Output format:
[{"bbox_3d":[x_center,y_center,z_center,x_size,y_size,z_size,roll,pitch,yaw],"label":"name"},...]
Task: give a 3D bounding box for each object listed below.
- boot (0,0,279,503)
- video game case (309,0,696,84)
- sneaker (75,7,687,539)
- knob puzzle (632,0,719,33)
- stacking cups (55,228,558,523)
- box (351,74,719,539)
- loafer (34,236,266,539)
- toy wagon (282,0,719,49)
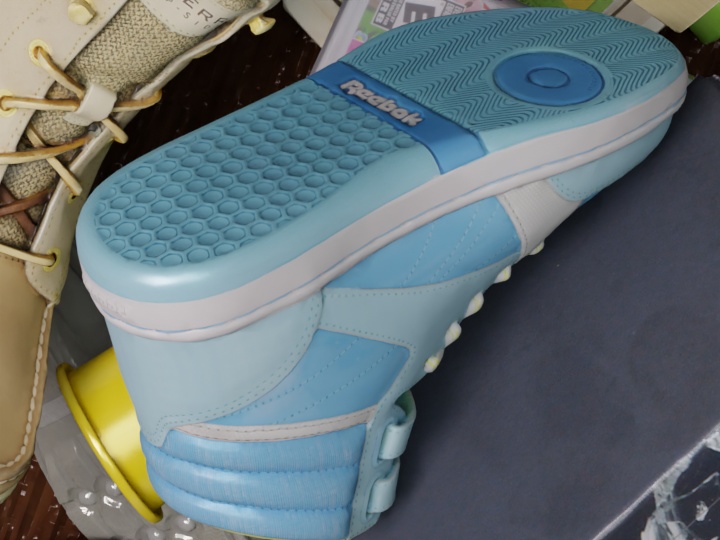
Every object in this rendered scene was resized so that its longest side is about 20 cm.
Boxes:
[{"bbox_3d":[-0.089,-0.041,0.708,0.155,0.073,0.200,-26,56,40],"label":"boot"},{"bbox_3d":[0.067,-0.009,0.816,0.200,0.018,0.143,22,112,-9],"label":"video game case"},{"bbox_3d":[0.011,0.006,0.713,0.200,0.080,0.131,-23,129,-25],"label":"sneaker"},{"bbox_3d":[0.089,-0.182,0.674,0.219,0.030,0.220,-4,130,-5],"label":"knob puzzle"},{"bbox_3d":[0.000,0.000,0.771,0.200,0.061,0.061,-35,95,0],"label":"stacking cups"},{"bbox_3d":[0.113,0.083,0.763,0.200,0.124,0.197,-44,126,9],"label":"box"},{"bbox_3d":[-0.090,0.034,0.839,0.070,0.070,0.200,-20,116,36],"label":"loafer"},{"bbox_3d":[0.069,-0.135,0.821,0.200,0.040,0.155,-43,94,7],"label":"toy wagon"}]
